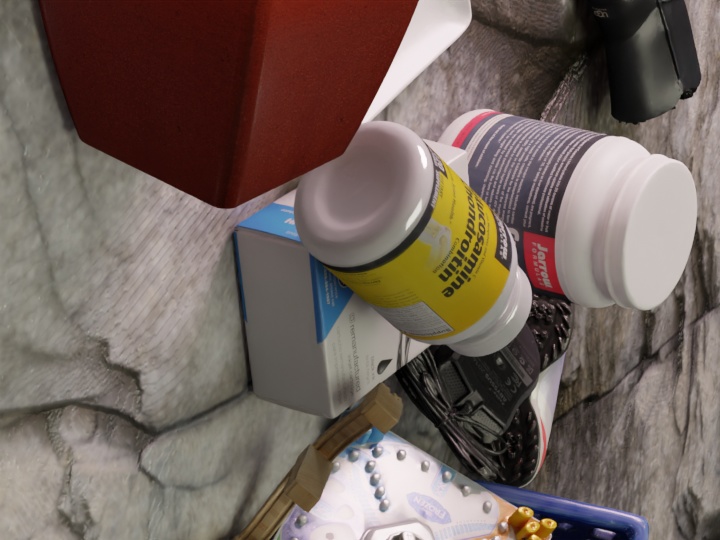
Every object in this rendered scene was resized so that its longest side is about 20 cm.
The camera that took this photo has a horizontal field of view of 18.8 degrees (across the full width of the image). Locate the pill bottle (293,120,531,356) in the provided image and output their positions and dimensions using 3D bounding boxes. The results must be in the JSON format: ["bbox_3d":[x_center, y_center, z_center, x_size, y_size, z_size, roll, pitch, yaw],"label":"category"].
[{"bbox_3d":[0.045,-0.015,1.569,0.200,0.111,0.113,41,69,-49],"label":"pill bottle"}]

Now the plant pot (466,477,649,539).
[{"bbox_3d":[0.129,0.300,1.854,0.180,0.198,0.202,90,11,-75],"label":"plant pot"}]

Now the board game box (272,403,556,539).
[{"bbox_3d":[0.038,0.224,1.713,0.201,0.199,0.026,-60,-179,-40],"label":"board game box"}]

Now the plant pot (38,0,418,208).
[{"bbox_3d":[-0.087,-0.158,1.410,0.200,0.199,0.177,-30,137,-47],"label":"plant pot"}]

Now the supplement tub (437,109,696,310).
[{"bbox_3d":[0.161,-0.049,1.796,0.140,0.199,0.141,-26,123,-48],"label":"supplement tub"}]

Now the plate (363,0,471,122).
[{"bbox_3d":[0.010,-0.227,1.655,0.200,0.032,0.201,-46,137,-38],"label":"plate"}]

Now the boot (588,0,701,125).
[{"bbox_3d":[0.283,-0.249,2.007,0.200,0.076,0.169,-45,133,-28],"label":"boot"}]

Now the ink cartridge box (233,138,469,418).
[{"bbox_3d":[0.000,0.000,1.681,0.200,0.085,0.148,-33,127,-43],"label":"ink cartridge box"}]

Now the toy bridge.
[{"bbox_3d":[-0.039,0.157,1.653,0.200,0.027,0.067,-48,-172,23],"label":"toy bridge"}]

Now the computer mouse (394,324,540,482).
[{"bbox_3d":[0.091,0.092,1.854,0.139,0.053,0.200,55,32,-4],"label":"computer mouse"}]

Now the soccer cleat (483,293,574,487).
[{"bbox_3d":[0.152,0.096,1.977,0.073,0.068,0.202,9,91,-80],"label":"soccer cleat"}]
